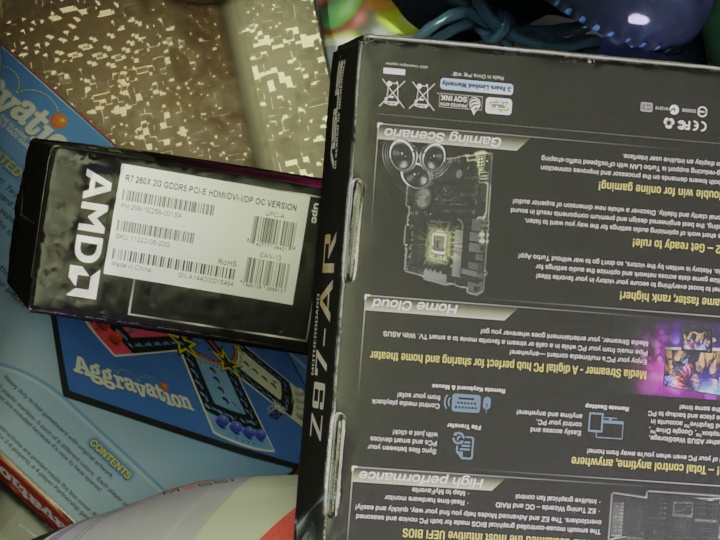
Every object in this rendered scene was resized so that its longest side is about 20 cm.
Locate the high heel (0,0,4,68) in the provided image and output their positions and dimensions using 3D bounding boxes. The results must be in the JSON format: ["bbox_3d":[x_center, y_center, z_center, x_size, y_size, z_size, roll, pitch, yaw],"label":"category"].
[{"bbox_3d":[-0.124,-0.053,0.833,0.071,0.143,0.201,2,61,-33],"label":"high heel"}]

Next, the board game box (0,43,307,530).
[{"bbox_3d":[-0.101,0.005,0.903,0.200,0.019,0.103,42,67,11],"label":"board game box"}]

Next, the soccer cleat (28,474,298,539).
[{"bbox_3d":[-0.073,0.098,0.820,0.199,0.073,0.068,-10,115,-16],"label":"soccer cleat"}]

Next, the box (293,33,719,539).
[{"bbox_3d":[0.087,0.026,0.771,0.199,0.044,0.161,4,90,-10],"label":"box"}]

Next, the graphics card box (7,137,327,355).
[{"bbox_3d":[0.000,0.000,0.842,0.199,0.125,0.051,8,93,-9],"label":"graphics card box"}]

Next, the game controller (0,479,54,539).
[{"bbox_3d":[-0.095,0.090,0.901,0.200,0.042,0.104,36,68,7],"label":"game controller"}]

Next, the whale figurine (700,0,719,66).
[{"bbox_3d":[0.141,-0.079,0.881,0.159,0.104,0.201,16,78,-33],"label":"whale figurine"}]

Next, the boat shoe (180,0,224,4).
[{"bbox_3d":[-0.119,-0.149,0.927,0.200,0.063,0.073,28,81,7],"label":"boat shoe"}]

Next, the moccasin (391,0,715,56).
[{"bbox_3d":[0.041,-0.094,0.833,0.080,0.200,0.068,21,104,-27],"label":"moccasin"}]

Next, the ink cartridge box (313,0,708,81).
[{"bbox_3d":[0.042,-0.104,0.927,0.119,0.042,0.201,-11,81,0],"label":"ink cartridge box"}]
